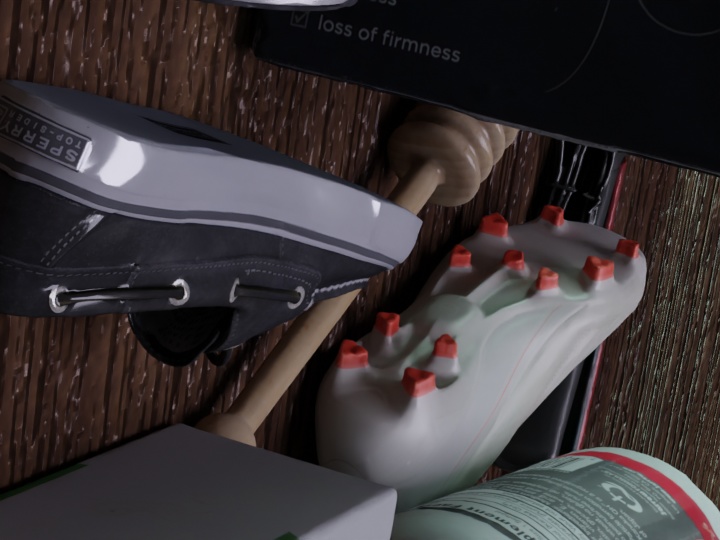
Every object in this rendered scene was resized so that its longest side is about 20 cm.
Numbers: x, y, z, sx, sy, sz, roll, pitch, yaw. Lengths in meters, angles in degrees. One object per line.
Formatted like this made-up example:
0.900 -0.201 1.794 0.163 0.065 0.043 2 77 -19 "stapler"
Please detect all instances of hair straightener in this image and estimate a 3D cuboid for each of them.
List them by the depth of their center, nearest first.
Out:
0.093 -0.008 1.054 0.201 0.041 0.077 -71 158 -8 "hair straightener"

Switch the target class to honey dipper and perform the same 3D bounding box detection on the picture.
0.000 0.000 0.848 0.200 0.038 0.038 -55 151 -36 "honey dipper"

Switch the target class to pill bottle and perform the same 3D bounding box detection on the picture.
0.047 0.132 0.866 0.200 0.110 0.111 -12 116 -55 "pill bottle"

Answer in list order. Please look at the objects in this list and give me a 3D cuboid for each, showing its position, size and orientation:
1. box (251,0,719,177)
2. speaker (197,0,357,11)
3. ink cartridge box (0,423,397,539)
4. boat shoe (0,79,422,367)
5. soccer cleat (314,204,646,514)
0.093 -0.140 0.760 0.124 0.199 0.197 -15 119 -66 "box"
-0.022 -0.172 0.623 0.081 0.081 0.201 -24 127 -62 "speaker"
-0.068 0.162 0.732 0.147 0.083 0.201 -18 120 -64 "ink cartridge box"
-0.047 -0.005 0.697 0.200 0.070 0.066 8 104 -67 "boat shoe"
0.044 0.036 0.944 0.200 0.069 0.078 -32 139 -49 "soccer cleat"
